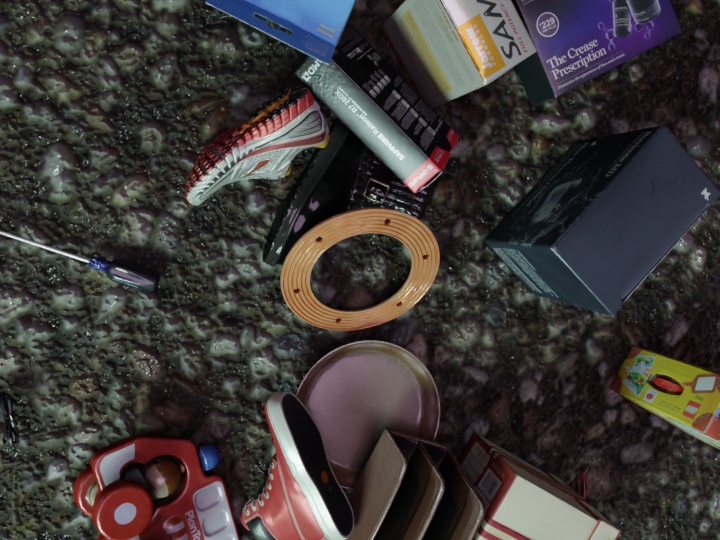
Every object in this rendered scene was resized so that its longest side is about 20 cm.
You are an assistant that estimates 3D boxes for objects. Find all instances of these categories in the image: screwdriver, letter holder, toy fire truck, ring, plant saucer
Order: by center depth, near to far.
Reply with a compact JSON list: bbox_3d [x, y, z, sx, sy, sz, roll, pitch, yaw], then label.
[{"bbox_3d":[-0.338,-0.016,0.817,0.200,0.029,0.028,20,91,-18],"label":"screwdriver"},{"bbox_3d":[-0.243,0.292,0.843,0.168,0.112,0.201,-19,101,-34],"label":"toy fire truck"},{"bbox_3d":[0.000,0.000,0.851,0.200,0.019,0.201,-10,134,-10],"label":"ring"},{"bbox_3d":[0.050,0.327,0.855,0.100,0.142,0.200,22,102,-23],"label":"letter holder"},{"bbox_3d":[0.006,0.189,0.914,0.200,0.032,0.201,-1,96,-13],"label":"plant saucer"}]

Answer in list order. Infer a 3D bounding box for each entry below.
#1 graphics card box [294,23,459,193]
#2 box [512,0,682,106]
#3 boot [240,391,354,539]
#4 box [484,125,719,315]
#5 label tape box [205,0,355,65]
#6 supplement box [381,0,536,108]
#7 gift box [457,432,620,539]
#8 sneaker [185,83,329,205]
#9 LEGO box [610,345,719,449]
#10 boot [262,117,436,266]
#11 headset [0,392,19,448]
[{"bbox_3d":[0.025,-0.196,0.825,0.200,0.126,0.051,44,124,-10],"label":"graphics card box"},{"bbox_3d":[0.295,-0.327,0.902,0.200,0.079,0.141,-29,98,-8],"label":"box"},{"bbox_3d":[-0.110,0.257,0.864,0.144,0.072,0.201,-19,95,23],"label":"boot"},{"bbox_3d":[0.292,-0.064,0.864,0.117,0.200,0.197,44,85,-12],"label":"box"},{"bbox_3d":[-0.072,-0.328,0.764,0.144,0.200,0.063,23,130,-14],"label":"label tape box"},{"bbox_3d":[0.107,-0.272,0.802,0.073,0.200,0.126,-33,102,-7],"label":"supplement box"},{"bbox_3d":[0.218,0.335,0.897,0.186,0.185,0.200,32,95,-11],"label":"gift box"},{"bbox_3d":[-0.124,-0.130,0.815,0.200,0.078,0.082,-29,124,16],"label":"sneaker"},{"bbox_3d":[0.463,0.185,0.925,0.149,0.200,0.077,30,89,-13],"label":"LEGO box"},{"bbox_3d":[-0.012,-0.068,0.859,0.158,0.079,0.211,32,88,-13],"label":"boot"},{"bbox_3d":[-0.492,0.177,0.760,0.200,0.123,0.094,-11,71,-34],"label":"headset"}]
